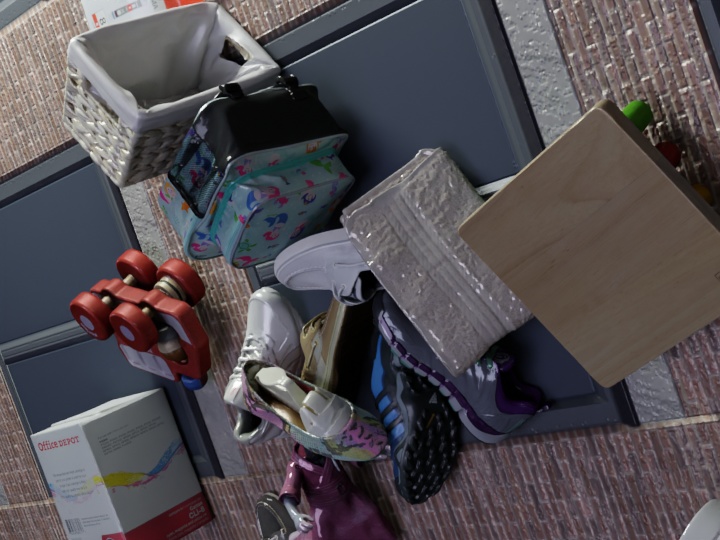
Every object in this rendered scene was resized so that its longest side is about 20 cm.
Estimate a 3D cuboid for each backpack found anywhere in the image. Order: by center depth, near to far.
[{"bbox_3d":[-0.114,-0.089,1.328,0.151,0.177,0.200,60,140,14],"label":"backpack"}]

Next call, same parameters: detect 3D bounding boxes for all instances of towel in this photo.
[{"bbox_3d":[0.082,-0.013,1.214,0.200,0.132,0.034,52,177,14],"label":"towel"}]

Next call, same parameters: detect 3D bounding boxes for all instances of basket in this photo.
[{"bbox_3d":[-0.210,-0.191,1.368,0.136,0.200,0.123,47,139,20],"label":"basket"}]

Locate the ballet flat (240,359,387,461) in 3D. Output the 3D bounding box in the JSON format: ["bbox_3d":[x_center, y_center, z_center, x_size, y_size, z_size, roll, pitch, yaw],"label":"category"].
[{"bbox_3d":[-0.061,0.147,1.355,0.200,0.069,0.071,22,148,38],"label":"ballet flat"}]

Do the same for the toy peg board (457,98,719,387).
[{"bbox_3d":[0.229,-0.035,1.096,0.199,0.098,0.200,46,135,-1],"label":"toy peg board"}]

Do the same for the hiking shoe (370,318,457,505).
[{"bbox_3d":[0.054,0.152,1.350,0.087,0.074,0.200,23,119,56],"label":"hiking shoe"}]

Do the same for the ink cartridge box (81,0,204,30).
[{"bbox_3d":[-0.265,-0.361,1.453,0.200,0.050,0.163,-12,98,49],"label":"ink cartridge box"}]

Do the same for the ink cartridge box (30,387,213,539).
[{"bbox_3d":[-0.325,0.280,1.698,0.145,0.145,0.200,-17,94,47],"label":"ink cartridge box"}]

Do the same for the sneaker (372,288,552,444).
[{"bbox_3d":[0.103,0.080,1.248,0.200,0.074,0.087,46,126,-13],"label":"sneaker"}]

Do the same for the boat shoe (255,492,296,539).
[{"bbox_3d":[-0.084,0.375,1.568,0.067,0.057,0.200,-37,80,45],"label":"boat shoe"}]

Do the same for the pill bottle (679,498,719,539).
[{"bbox_3d":[0.367,0.281,1.053,0.200,0.120,0.120,29,124,33],"label":"pill bottle"}]

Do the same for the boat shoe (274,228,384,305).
[{"bbox_3d":[0.000,0.000,1.290,0.200,0.072,0.069,-9,63,20],"label":"boat shoe"}]

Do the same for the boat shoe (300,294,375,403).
[{"bbox_3d":[-0.035,0.084,1.392,0.066,0.074,0.200,30,125,25],"label":"boat shoe"}]

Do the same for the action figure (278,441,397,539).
[{"bbox_3d":[-0.032,0.246,1.441,0.149,0.134,0.200,29,140,65],"label":"action figure"}]

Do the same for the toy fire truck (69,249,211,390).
[{"bbox_3d":[-0.261,0.076,1.599,0.200,0.112,0.168,12,138,41],"label":"toy fire truck"}]

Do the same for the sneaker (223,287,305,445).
[{"bbox_3d":[-0.116,0.120,1.465,0.078,0.099,0.200,15,116,39],"label":"sneaker"}]
